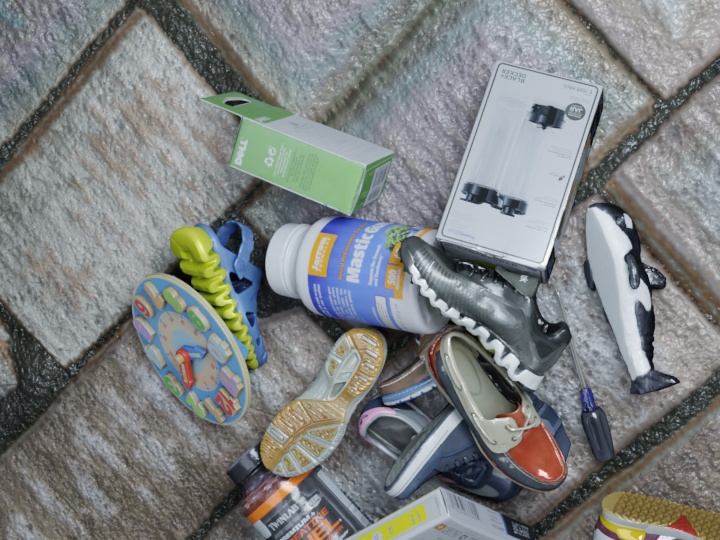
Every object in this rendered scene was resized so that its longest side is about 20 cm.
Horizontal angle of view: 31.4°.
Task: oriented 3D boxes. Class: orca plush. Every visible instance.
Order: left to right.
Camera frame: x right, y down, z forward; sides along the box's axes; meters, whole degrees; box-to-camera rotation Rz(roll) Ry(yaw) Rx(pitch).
[{"bbox_3d":[0.292,0.022,1.318,0.071,0.105,0.200,-14,72,-16],"label":"orca plush"}]

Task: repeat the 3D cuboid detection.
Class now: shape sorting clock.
[{"bbox_3d":[-0.200,0.094,1.484,0.200,0.039,0.200,27,138,28],"label":"shape sorting clock"}]

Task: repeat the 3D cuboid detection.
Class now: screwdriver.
[{"bbox_3d":[0.240,0.112,1.389,0.028,0.029,0.200,-14,95,22],"label":"screwdriver"}]

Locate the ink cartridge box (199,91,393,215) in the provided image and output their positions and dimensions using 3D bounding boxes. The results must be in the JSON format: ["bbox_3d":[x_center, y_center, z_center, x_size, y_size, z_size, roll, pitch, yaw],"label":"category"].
[{"bbox_3d":[-0.075,-0.130,1.389,0.200,0.104,0.059,23,109,12],"label":"ink cartridge box"}]

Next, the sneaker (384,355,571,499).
[{"bbox_3d":[0.134,0.205,1.374,0.146,0.077,0.202,47,71,-1],"label":"sneaker"}]

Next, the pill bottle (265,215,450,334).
[{"bbox_3d":[0.000,0.000,1.383,0.200,0.112,0.112,9,107,31],"label":"pill bottle"}]

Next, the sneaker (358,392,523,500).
[{"bbox_3d":[0.086,0.209,1.433,0.200,0.082,0.070,25,109,11],"label":"sneaker"}]

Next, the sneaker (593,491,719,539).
[{"bbox_3d":[0.351,0.307,1.379,0.200,0.075,0.090,17,117,21],"label":"sneaker"}]

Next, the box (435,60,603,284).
[{"bbox_3d":[0.161,-0.099,1.290,0.117,0.060,0.200,16,78,14],"label":"box"}]

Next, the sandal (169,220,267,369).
[{"bbox_3d":[-0.142,0.024,1.467,0.079,0.087,0.200,14,130,43],"label":"sandal"}]

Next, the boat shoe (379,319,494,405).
[{"bbox_3d":[0.098,0.078,1.407,0.200,0.072,0.072,-32,87,13],"label":"boat shoe"}]

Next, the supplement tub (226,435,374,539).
[{"bbox_3d":[-0.065,0.284,1.492,0.200,0.107,0.107,46,113,3],"label":"supplement tub"}]

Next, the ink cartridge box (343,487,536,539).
[{"bbox_3d":[0.066,0.319,1.420,0.200,0.198,0.047,-30,55,23],"label":"ink cartridge box"}]

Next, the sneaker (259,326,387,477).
[{"bbox_3d":[-0.032,0.150,1.445,0.076,0.088,0.200,41,98,6],"label":"sneaker"}]

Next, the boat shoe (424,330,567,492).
[{"bbox_3d":[0.145,0.145,1.318,0.200,0.071,0.063,50,156,4],"label":"boat shoe"}]

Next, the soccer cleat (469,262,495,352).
[{"bbox_3d":[0.140,-0.013,1.346,0.084,0.065,0.200,4,82,29],"label":"soccer cleat"}]

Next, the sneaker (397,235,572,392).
[{"bbox_3d":[0.128,0.024,1.260,0.200,0.066,0.091,43,109,-4],"label":"sneaker"}]
